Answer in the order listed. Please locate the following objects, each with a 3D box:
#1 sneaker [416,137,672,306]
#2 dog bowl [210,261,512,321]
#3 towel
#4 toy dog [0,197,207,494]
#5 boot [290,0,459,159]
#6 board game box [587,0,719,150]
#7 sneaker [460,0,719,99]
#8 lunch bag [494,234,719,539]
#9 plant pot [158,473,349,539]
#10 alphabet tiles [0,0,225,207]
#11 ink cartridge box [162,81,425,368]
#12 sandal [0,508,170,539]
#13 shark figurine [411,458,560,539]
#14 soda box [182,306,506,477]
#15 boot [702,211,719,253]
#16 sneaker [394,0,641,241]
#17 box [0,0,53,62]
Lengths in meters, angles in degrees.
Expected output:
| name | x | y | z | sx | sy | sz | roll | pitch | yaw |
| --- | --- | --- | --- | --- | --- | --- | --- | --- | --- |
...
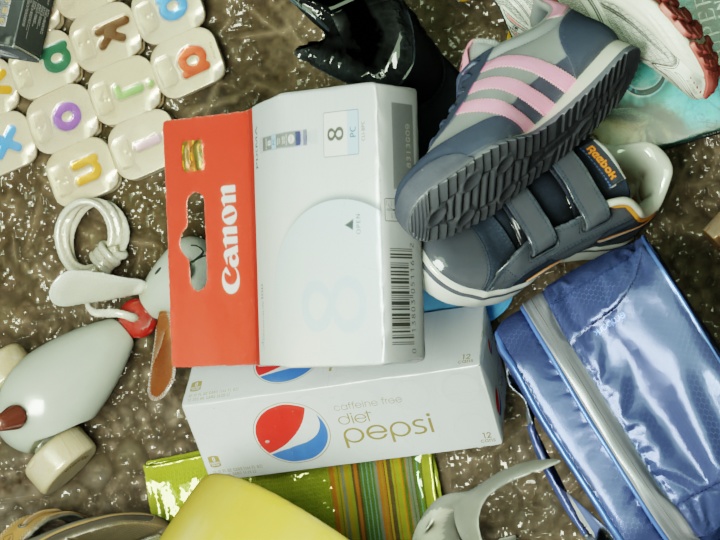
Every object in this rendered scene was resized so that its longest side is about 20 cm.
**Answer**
| name | x | y | z | sx | sy | sz | roll | pitch | yaw |
| --- | --- | --- | --- | --- | --- | --- | --- | --- | --- |
| sneaker | 0.111 | -0.040 | 1.271 | 0.079 | 0.199 | 0.080 | 55 | 134 | 16 |
| dog bowl | 0.000 | 0.000 | 1.341 | 0.198 | 0.112 | 0.050 | -8 | 58 | 16 |
| towel | -0.045 | 0.151 | 1.386 | 0.198 | 0.018 | 0.087 | -11 | 83 | 12 |
| toy dog | -0.182 | 0.054 | 1.380 | 0.131 | 0.096 | 0.201 | 27 | 93 | 6 |
| boot | 0.033 | -0.106 | 1.311 | 0.076 | 0.168 | 0.201 | -37 | 80 | 9 |
| board game box | 0.177 | -0.177 | 1.355 | 0.134 | 0.028 | 0.202 | -16 | 82 | 10 |
| sneaker | 0.139 | -0.161 | 1.318 | 0.199 | 0.078 | 0.083 | 34 | 104 | 20 |
| lunch bag | 0.171 | 0.094 | 1.282 | 0.132 | 0.136 | 0.201 | -33 | 81 | 8 |
| plant pot | -0.069 | 0.256 | 1.263 | 0.200 | 0.201 | 0.189 | 33 | 71 | 13 |
| alphabet tiles | -0.196 | -0.151 | 1.442 | 0.194 | 0.015 | 0.202 | -23 | 81 | 12 |
| ink cartridge box | -0.054 | -0.022 | 1.254 | 0.199 | 0.047 | 0.162 | -4 | 88 | 36 |
| sandal | -0.213 | 0.194 | 1.401 | 0.199 | 0.082 | 0.055 | -22 | 45 | 20 |
| shark figurine | 0.071 | 0.182 | 1.318 | 0.089 | 0.216 | 0.128 | -26 | 44 | -28 |
| soda box | -0.009 | 0.079 | 1.343 | 0.198 | 0.064 | 0.069 | -9 | 125 | 13 |
| boot | 0.319 | 0.006 | 1.291 | 0.107 | 0.075 | 0.200 | -45 | 77 | 1 |
| sneaker | 0.075 | -0.091 | 1.227 | 0.082 | 0.070 | 0.200 | 39 | 54 | 21 |
| box | -0.277 | -0.256 | 1.441 | 0.159 | 0.044 | 0.202 | 10 | 85 | 18 |
